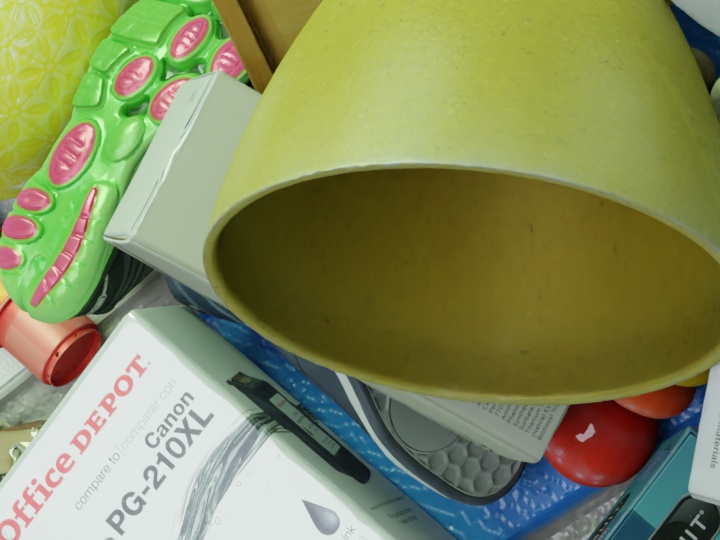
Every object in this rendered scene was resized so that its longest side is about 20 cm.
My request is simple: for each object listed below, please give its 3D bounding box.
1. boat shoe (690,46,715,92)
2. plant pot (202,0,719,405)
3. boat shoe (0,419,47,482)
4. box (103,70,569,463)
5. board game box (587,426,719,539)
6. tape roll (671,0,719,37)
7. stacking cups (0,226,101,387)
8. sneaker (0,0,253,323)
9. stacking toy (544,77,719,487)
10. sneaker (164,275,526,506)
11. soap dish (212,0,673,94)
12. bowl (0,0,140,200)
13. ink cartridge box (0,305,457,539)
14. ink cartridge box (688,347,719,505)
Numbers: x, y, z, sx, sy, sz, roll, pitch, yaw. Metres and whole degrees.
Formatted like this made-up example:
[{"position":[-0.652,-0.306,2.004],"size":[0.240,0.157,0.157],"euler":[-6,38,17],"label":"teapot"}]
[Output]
[{"position":[0.074,-0.057,1.056],"size":[0.199,0.072,0.073],"euler":[-8,97,51],"label":"boat shoe"},{"position":[0.050,-0.054,0.902],"size":[0.199,0.200,0.143],"euler":[-8,60,32],"label":"plant pot"},{"position":[-0.181,0.113,1.238],"size":[0.199,0.072,0.076],"euler":[-9,91,32],"label":"boat shoe"},{"position":[0.000,0.000,1.006],"size":[0.199,0.068,0.083],"euler":[30,83,-14],"label":"box"},{"position":[0.159,0.187,0.971],"size":[0.200,0.047,0.151],"euler":[40,75,3],"label":"board game box"},{"position":[0.139,-0.190,0.931],"size":[0.071,0.202,0.203],"euler":[-30,80,31],"label":"tape roll"},{"position":[-0.214,-0.018,1.253],"size":[0.200,0.060,0.061],"euler":[37,113,21],"label":"stacking cups"},{"position":[-0.100,-0.061,1.168],"size":[0.077,0.084,0.200],"euler":[41,97,22],"label":"sneaker"},{"position":[0.136,0.012,1.030],"size":[0.085,0.085,0.200],"euler":[45,121,19],"label":"stacking toy"},{"position":[-0.013,0.022,1.117],"size":[0.077,0.146,0.202],"euler":[-45,104,-14],"label":"sneaker"},{"position":[0.019,-0.149,1.013],"size":[0.199,0.081,0.158],"euler":[-15,116,21],"label":"soap dish"},{"position":[-0.208,-0.139,1.180],"size":[0.199,0.108,0.202],"euler":[-2,85,23],"label":"bowl"},{"position":[-0.065,0.133,1.129],"size":[0.200,0.084,0.145],"euler":[40,100,12],"label":"ink cartridge box"},{"position":[0.248,0.065,0.923],"size":[0.199,0.146,0.087],"euler":[13,101,29],"label":"ink cartridge box"}]
